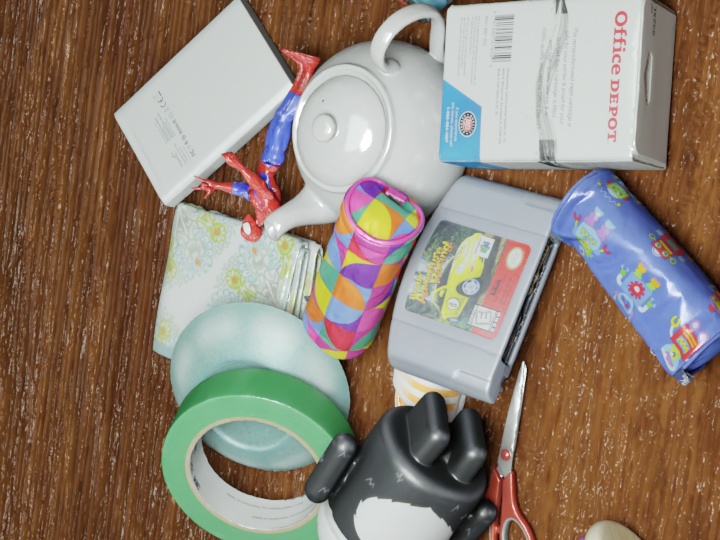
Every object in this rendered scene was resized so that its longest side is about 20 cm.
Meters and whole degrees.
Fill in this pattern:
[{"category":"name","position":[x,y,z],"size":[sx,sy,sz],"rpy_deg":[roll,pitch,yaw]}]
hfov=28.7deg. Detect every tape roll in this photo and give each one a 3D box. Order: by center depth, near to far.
[{"category":"tape roll","position":[-0.101,0.195,1.430],"size":[0.197,0.048,0.203],"rpy_deg":[5,122,8]}]

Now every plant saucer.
[{"category":"plant saucer","position":[-0.110,0.131,1.451],"size":[0.198,0.039,0.203],"rpy_deg":[7,117,13]}]

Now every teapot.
[{"category":"teapot","position":[0.006,-0.138,1.366],"size":[0.195,0.145,0.203],"rpy_deg":[-7,85,34]}]

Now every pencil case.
[{"category":"pencil case","position":[0.251,0.006,1.239],"size":[0.201,0.077,0.087],"rpy_deg":[53,135,22]},{"category":"pencil case","position":[0.000,0.000,1.352],"size":[0.089,0.088,0.201],"rpy_deg":[54,148,22]}]

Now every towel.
[{"category":"towel","position":[-0.136,0.031,1.524],"size":[0.198,0.048,0.174],"rpy_deg":[16,96,33]}]

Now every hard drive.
[{"category":"hard drive","position":[-0.169,-0.183,1.538],"size":[0.199,0.026,0.133],"rpy_deg":[-39,69,18]}]

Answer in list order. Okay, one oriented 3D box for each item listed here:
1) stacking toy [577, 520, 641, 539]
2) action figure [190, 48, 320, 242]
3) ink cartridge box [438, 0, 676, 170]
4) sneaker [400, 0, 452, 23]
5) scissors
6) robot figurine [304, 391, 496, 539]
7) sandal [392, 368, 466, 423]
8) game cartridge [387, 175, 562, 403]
[{"category":"stacking toy","position":[0.181,0.316,1.292],"size":[0.200,0.085,0.086],"rpy_deg":[-47,66,31]},{"category":"action figure","position":[-0.113,-0.132,1.452],"size":[0.065,0.098,0.203],"rpy_deg":[-139,61,-74]},{"category":"ink cartridge box","position":[0.178,-0.167,1.282],"size":[0.198,0.083,0.147],"rpy_deg":[3,88,35]},{"category":"sneaker","position":[0.050,-0.340,1.393],"size":[0.095,0.079,0.201],"rpy_deg":[-31,69,5]},{"category":"scissors","position":[0.133,0.189,1.356],"size":[0.072,0.014,0.203],"rpy_deg":[-3,90,36]},{"category":"robot figurine","position":[0.041,0.212,1.329],"size":[0.150,0.124,0.201],"rpy_deg":[44,117,17]},{"category":"sandal","position":[0.070,0.074,1.372],"size":[0.079,0.059,0.209],"rpy_deg":[22,103,31]},{"category":"game cartridge","position":[0.105,0.012,1.327],"size":[0.132,0.041,0.202],"rpy_deg":[16,79,37]}]
